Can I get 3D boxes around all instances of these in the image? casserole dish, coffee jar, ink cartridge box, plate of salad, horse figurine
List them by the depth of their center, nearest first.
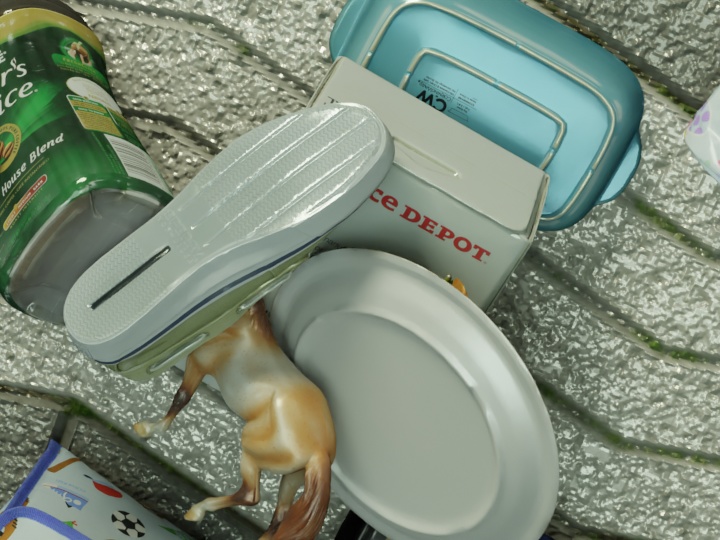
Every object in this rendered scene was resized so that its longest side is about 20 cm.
[{"bbox_3d":[0.031,0.074,1.036,0.199,0.048,0.201,23,131,29],"label":"plate of salad"},{"bbox_3d":[-0.066,0.078,1.045,0.133,0.050,0.201,-46,63,30],"label":"horse figurine"},{"bbox_3d":[-0.178,-0.071,1.060,0.085,0.200,0.104,22,117,-42],"label":"coffee jar"},{"bbox_3d":[0.000,0.000,1.089,0.145,0.083,0.201,30,124,-2],"label":"ink cartridge box"},{"bbox_3d":[0.072,-0.097,1.094,0.199,0.039,0.122,28,110,-1],"label":"casserole dish"}]

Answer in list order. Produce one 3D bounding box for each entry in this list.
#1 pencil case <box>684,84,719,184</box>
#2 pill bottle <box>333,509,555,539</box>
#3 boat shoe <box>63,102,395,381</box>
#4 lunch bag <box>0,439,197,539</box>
[{"bbox_3d":[0.266,-0.122,1.033,0.091,0.083,0.200,42,111,16],"label":"pencil case"},{"bbox_3d":[0.080,0.207,1.155,0.199,0.112,0.112,30,110,-3],"label":"pill bottle"},{"bbox_3d":[-0.066,-0.016,0.992,0.199,0.062,0.072,-33,57,3],"label":"boat shoe"},{"bbox_3d":[-0.169,0.216,1.146,0.169,0.200,0.124,33,110,-3],"label":"lunch bag"}]
